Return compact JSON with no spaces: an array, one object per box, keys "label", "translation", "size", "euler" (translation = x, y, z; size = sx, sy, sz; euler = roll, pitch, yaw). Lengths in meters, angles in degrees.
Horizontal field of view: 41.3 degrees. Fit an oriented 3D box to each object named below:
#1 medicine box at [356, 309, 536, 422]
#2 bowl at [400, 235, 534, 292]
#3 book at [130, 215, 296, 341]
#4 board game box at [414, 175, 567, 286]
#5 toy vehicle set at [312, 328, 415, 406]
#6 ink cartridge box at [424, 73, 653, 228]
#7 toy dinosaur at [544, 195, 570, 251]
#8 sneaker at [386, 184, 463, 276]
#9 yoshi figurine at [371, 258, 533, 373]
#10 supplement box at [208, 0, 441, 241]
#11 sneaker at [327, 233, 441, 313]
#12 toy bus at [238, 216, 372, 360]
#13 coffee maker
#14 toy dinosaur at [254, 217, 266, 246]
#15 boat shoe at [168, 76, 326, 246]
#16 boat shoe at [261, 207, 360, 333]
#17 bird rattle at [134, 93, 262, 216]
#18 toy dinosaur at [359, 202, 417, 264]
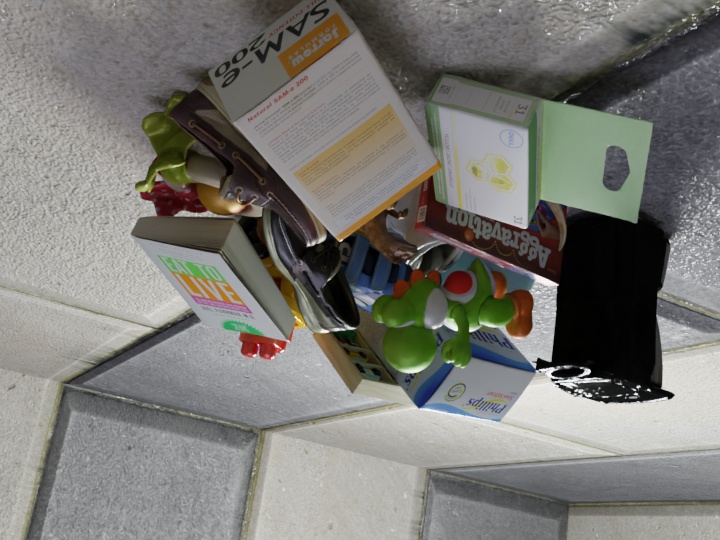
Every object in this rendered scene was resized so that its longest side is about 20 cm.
[{"label":"medicine box","translation":[0.116,0.104,1.345],"size":[0.181,0.104,0.200],"euler":[17,-156,-44]},{"label":"bowl","translation":[0.142,0.003,1.230],"size":[0.197,0.107,0.201],"euler":[7,162,2]},{"label":"book","translation":[-0.172,0.010,1.147],"size":[0.132,0.049,0.201],"euler":[7,149,26]},{"label":"board game box","translation":[0.147,-0.061,1.038],"size":[0.198,0.105,0.019],"euler":[20,161,-31]},{"label":"toy vehicle set","translation":[0.036,0.135,1.336],"size":[0.198,0.027,0.124],"euler":[17,-156,-44]},{"label":"ink cartridge box","translation":[0.163,-0.099,0.896],"size":[0.198,0.048,0.146],"euler":[20,151,21]},{"label":"toy dinosaur","translation":[0.187,-0.098,1.000],"size":[0.199,0.059,0.101],"euler":[37,160,-28]},{"label":"sneaker","translation":[0.057,-0.047,1.105],"size":[0.073,0.117,0.199],"euler":[13,163,-23]},{"label":"yoshi figurine","translation":[0.095,0.061,1.074],"size":[0.198,0.113,0.112],"euler":[-5,159,-34]},{"label":"supplement box","translation":[-0.025,-0.131,0.844],"size":[0.125,0.074,0.200],"euler":[-34,142,5]},{"label":"sneaker","translation":[0.000,0.000,1.153],"size":[0.197,0.075,0.083],"euler":[9,150,11]},{"label":"toy bus","translation":[-0.089,0.028,1.276],"size":[0.197,0.195,0.136],"euler":[1,159,19]},{"label":"coffee maker","translation":[0.288,0.039,1.110],"size":[0.133,0.203,0.192],"euler":[-3,161,27]},{"label":"toy dinosaur","translation":[-0.110,-0.090,1.184],"size":[0.198,0.061,0.106],"euler":[25,135,-22]},{"label":"boat shoe","translation":[-0.114,-0.095,0.962],"size":[0.201,0.072,0.072],"euler":[52,167,-12]},{"label":"boat shoe","translation":[-0.050,-0.009,1.073],"size":[0.065,0.072,0.202],"euler":[0,133,25]},{"label":"bird rattle","translation":[-0.176,-0.092,1.062],"size":[0.161,0.114,0.200],"euler":[19,160,4]},{"label":"toy dinosaur","translation":[-0.007,-0.085,1.061],"size":[0.060,0.107,0.200],"euler":[2,-147,-40]}]
